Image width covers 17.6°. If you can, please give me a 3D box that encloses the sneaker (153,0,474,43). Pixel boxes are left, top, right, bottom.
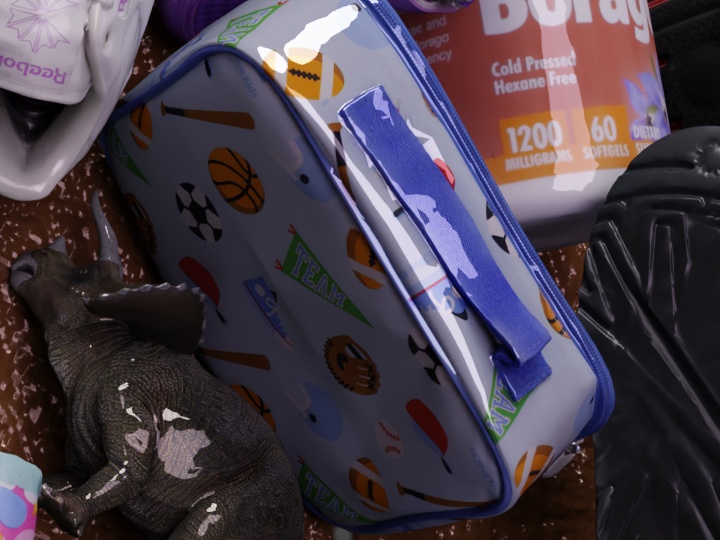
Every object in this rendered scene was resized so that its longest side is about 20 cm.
[{"bbox_3d":[0.004,-0.124,0.826,0.080,0.200,0.089,-9,72,-55],"label":"sneaker"}]

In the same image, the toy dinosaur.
[{"bbox_3d":[-0.061,0.076,0.815,0.102,0.077,0.200,-41,98,-24],"label":"toy dinosaur"}]

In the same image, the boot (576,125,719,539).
[{"bbox_3d":[0.133,0.057,0.886,0.168,0.076,0.202,21,71,-73],"label":"boot"}]

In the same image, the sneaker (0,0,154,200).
[{"bbox_3d":[-0.088,-0.112,0.765,0.074,0.201,0.100,12,36,-6],"label":"sneaker"}]

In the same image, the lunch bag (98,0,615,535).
[{"bbox_3d":[0.000,0.000,0.818,0.075,0.160,0.201,-37,98,-31],"label":"lunch bag"}]

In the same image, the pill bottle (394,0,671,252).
[{"bbox_3d":[0.054,-0.111,0.903,0.111,0.112,0.202,-5,82,-32],"label":"pill bottle"}]

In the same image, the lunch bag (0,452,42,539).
[{"bbox_3d":[-0.213,0.115,0.690,0.199,0.122,0.172,20,70,-15],"label":"lunch bag"}]

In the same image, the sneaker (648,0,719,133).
[{"bbox_3d":[0.166,-0.042,0.993,0.086,0.073,0.202,-3,84,-45],"label":"sneaker"}]
